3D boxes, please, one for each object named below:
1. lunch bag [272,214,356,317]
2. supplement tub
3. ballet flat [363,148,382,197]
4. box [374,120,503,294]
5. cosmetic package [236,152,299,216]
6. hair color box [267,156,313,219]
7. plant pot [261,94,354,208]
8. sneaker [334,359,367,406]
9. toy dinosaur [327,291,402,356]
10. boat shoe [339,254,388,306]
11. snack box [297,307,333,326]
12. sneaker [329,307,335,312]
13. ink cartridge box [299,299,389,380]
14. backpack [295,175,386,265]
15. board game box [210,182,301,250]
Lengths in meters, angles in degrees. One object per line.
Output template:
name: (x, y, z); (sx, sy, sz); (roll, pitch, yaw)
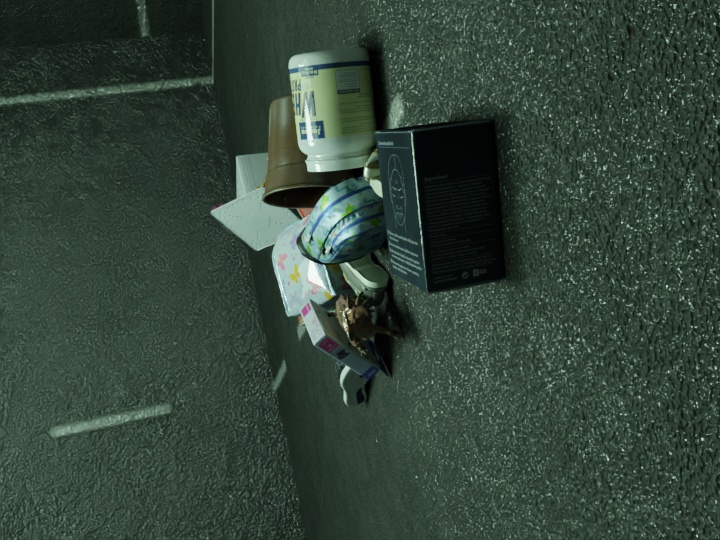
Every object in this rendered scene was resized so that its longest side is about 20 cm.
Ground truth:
lunch bag: (-0.095, -0.019, 1.603); (0.169, 0.127, 0.201); (-27, 77, 41)
supplement tub: (-0.046, -0.283, 1.297); (0.145, 0.144, 0.201); (-148, 50, -71)
ballet flat: (0.041, -0.156, 1.207); (0.200, 0.070, 0.071); (-120, 25, -54)
box: (0.099, -0.088, 0.949); (0.148, 0.107, 0.201); (-146, 48, -71)
cosmetic package: (-0.270, -0.220, 2.148); (0.200, 0.164, 0.165); (101, 155, -53)
hair color box: (-0.131, -0.192, 1.654); (0.200, 0.061, 0.102); (60, -169, -21)
plant pot: (-0.108, -0.244, 1.496); (0.200, 0.199, 0.199); (151, 116, -75)
sneaker: (-0.027, 0.221, 1.691); (0.200, 0.073, 0.112); (97, 157, -51)
toy dinosaur: (-0.013, 0.084, 1.373); (0.136, 0.086, 0.200); (51, 171, -35)
boat shoe: (-0.003, 0.000, 1.463); (0.202, 0.072, 0.061); (-128, 36, -54)
snack box: (-0.079, 0.054, 1.682); (0.200, 0.024, 0.072); (-36, 58, 37)
sneaker: (-0.074, 0.027, 1.735); (0.201, 0.073, 0.119); (-118, 17, -57)
ink cartridge box: (-0.031, 0.148, 1.489); (0.042, 0.200, 0.119); (-46, 36, 13)
backpack: (-0.017, -0.090, 1.335); (0.154, 0.162, 0.200); (60, 150, 32)
board game box: (-0.281, -0.148, 2.055); (0.200, 0.199, 0.026); (42, -141, -41)
